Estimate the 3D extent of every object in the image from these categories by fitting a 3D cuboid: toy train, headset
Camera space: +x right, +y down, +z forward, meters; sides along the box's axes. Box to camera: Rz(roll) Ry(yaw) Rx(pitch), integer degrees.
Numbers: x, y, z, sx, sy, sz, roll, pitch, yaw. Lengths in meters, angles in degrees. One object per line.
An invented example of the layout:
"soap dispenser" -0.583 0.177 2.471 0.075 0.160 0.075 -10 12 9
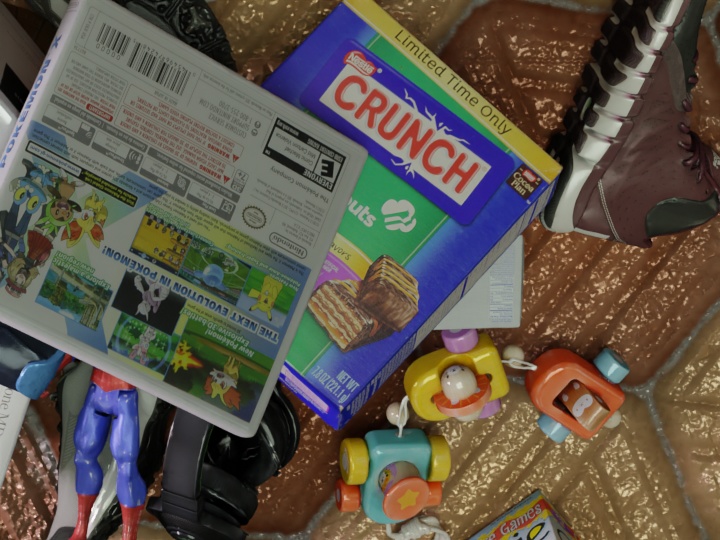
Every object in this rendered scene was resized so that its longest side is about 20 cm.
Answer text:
"toy train" 0.079 0.115 1.492 0.200 0.056 0.150 -45 121 12
"headset" -0.074 0.132 1.469 0.094 0.124 0.200 18 139 16

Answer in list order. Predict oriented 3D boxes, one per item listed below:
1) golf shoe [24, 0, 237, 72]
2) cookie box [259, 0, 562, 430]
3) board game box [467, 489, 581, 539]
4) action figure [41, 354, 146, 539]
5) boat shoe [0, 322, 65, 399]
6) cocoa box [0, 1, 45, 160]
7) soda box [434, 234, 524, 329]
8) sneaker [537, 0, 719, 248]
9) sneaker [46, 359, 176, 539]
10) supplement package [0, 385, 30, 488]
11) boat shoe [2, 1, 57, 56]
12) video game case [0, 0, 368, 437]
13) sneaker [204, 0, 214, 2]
"golf shoe" -0.150 -0.163 1.372 0.078 0.094 0.200 -44 99 -3
"cookie box" -0.008 -0.037 1.378 0.171 0.075 0.200 41 78 6
"board game box" 0.118 0.245 1.476 0.105 0.200 0.103 -37 108 8
"action figure" -0.161 0.089 1.390 0.065 0.099 0.200 11 100 18
"boat shoe" -0.197 -0.002 1.366 0.069 0.200 0.084 26 108 -13
"cocoa box" -0.261 -0.100 1.291 0.131 0.133 0.200 -33 112 12
"soda box" 0.000 0.000 1.454 0.200 0.068 0.063 -2 107 -5
"sneaker" 0.197 -0.100 1.443 0.115 0.076 0.200 19 116 -16
"sneaker" -0.165 0.101 1.481 0.079 0.074 0.200 26 107 10
"supplement package" -0.302 0.050 1.422 0.200 0.110 0.114 16 106 -10
"boat shoe" -0.256 -0.127 1.394 0.200 0.074 0.069 13 119 -9
"video game case" -0.107 -0.029 1.271 0.200 0.022 0.182 29 76 -30
"sneaker" -0.090 -0.264 1.368 0.085 0.073 0.200 -20 108 -25
